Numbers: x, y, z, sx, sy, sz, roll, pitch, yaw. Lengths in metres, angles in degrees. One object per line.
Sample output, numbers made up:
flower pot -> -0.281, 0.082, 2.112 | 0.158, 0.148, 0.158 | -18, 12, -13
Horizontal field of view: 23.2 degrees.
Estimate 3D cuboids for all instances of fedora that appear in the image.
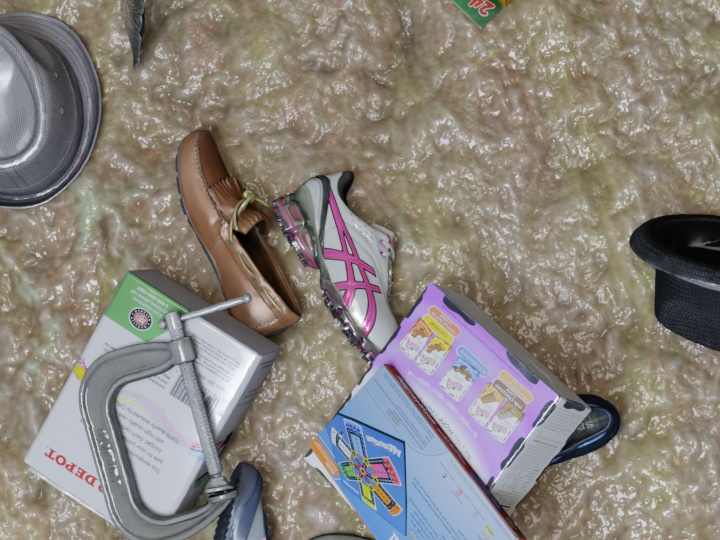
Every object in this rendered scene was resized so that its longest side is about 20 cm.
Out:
fedora -> -0.336, -0.161, 1.651 | 0.175, 0.090, 0.202 | -6, 79, 2
fedora -> 0.333, 0.019, 1.562 | 0.199, 0.201, 0.092 | 8, 111, 5

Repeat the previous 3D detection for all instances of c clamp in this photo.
c clamp -> -0.159, 0.134, 1.511 | 0.169, 0.027, 0.202 | -11, 90, 10

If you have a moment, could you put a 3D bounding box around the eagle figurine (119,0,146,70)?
eagle figurine -> -0.209, -0.303, 1.627 | 0.150, 0.152, 0.200 | 33, 114, -31

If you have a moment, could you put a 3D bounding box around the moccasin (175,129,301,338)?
moccasin -> -0.111, -0.037, 1.615 | 0.077, 0.073, 0.203 | -26, 77, 24

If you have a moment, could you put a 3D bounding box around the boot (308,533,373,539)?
boot -> 0.032, 0.278, 1.527 | 0.198, 0.131, 0.068 | 20, 81, 7

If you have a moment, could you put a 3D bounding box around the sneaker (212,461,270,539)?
sneaker -> -0.094, 0.276, 1.577 | 0.081, 0.070, 0.202 | 9, 83, -12

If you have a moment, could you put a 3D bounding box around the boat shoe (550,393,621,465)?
boat shoe -> 0.134, 0.146, 1.576 | 0.198, 0.069, 0.085 | -22, 81, 3

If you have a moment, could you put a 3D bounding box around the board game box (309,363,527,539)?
board game box -> 0.045, 0.186, 1.479 | 0.103, 0.019, 0.200 | -46, 59, 13

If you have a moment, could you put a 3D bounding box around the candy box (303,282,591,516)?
candy box -> 0.073, 0.143, 1.527 | 0.168, 0.071, 0.201 | 43, 102, 32

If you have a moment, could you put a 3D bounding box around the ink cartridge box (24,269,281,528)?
ink cartridge box -> -0.186, 0.121, 1.572 | 0.144, 0.084, 0.201 | 31, 97, 9

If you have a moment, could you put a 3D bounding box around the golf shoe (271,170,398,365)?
golf shoe -> 0.000, 0.000, 1.610 | 0.092, 0.073, 0.201 | -29, 79, -4

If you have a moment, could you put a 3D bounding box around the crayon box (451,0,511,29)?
crayon box -> 0.142, -0.346, 1.677 | 0.127, 0.051, 0.200 | 43, 85, 9
